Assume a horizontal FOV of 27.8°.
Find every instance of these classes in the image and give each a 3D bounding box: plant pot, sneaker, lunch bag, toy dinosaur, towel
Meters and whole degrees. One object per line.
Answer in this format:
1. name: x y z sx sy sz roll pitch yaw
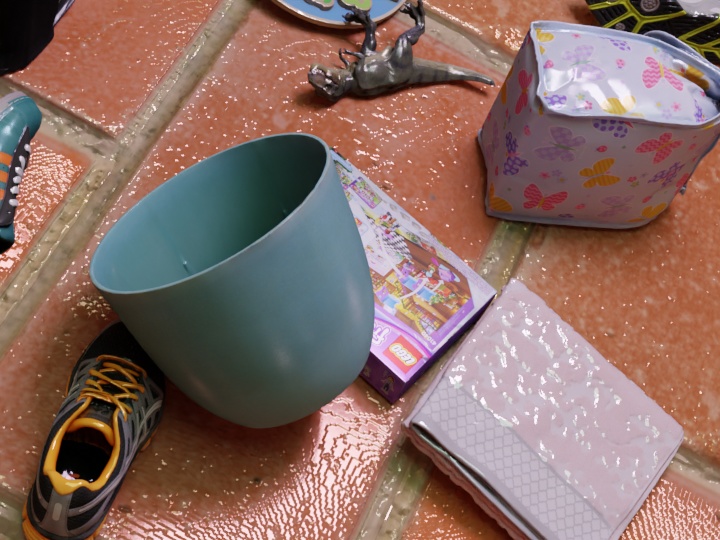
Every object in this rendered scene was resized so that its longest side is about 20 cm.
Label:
1. plant pot: -0.080 0.020 1.101 0.201 0.199 0.162 -48 123 -36
2. sneaker: 0.317 -0.279 1.524 0.198 0.076 0.077 18 45 -19
3. sneaker: -0.300 -0.055 1.163 0.079 0.071 0.201 30 58 -2
4. lunch bag: 0.224 -0.128 1.321 0.197 0.170 0.128 6 57 -11
5. toy dinosaur: 0.031 -0.208 1.386 0.198 0.047 0.089 -7 82 -24
6. sneaker: -0.189 0.110 1.078 0.077 0.078 0.202 16 51 -4
7. towel: 0.153 0.129 1.191 0.200 0.032 0.191 42 54 0

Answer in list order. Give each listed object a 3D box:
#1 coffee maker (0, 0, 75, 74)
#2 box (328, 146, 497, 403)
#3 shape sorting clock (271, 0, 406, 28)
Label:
1. coffee maker: -0.302 -0.271 1.223 0.133 0.201 0.194 8 54 -12
2. box: 0.000 0.000 1.240 0.200 0.039 0.137 42 53 11
3. shape sorting clock: -0.034 -0.328 1.440 0.198 0.039 0.202 8 62 -15
